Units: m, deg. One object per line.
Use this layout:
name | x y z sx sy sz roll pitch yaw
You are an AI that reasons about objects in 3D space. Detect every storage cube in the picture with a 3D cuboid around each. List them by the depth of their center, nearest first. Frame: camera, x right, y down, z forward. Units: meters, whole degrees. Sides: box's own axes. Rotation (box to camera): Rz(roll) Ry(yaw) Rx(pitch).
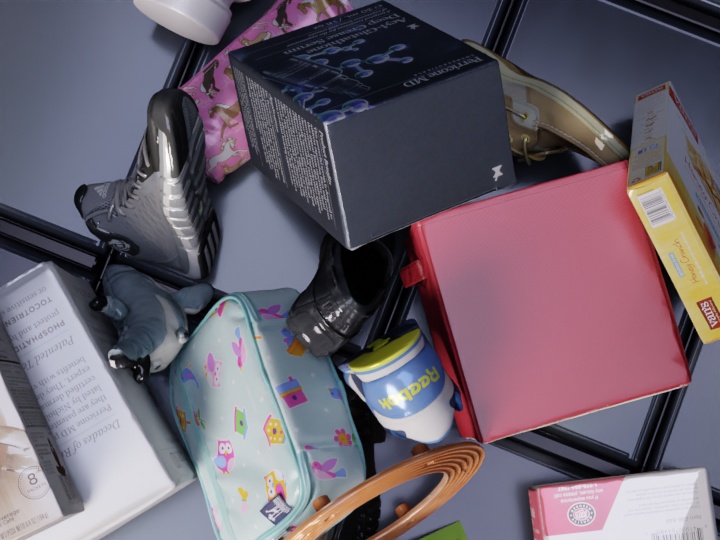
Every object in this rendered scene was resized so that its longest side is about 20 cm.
storage cube | 0.144 0.031 1.198 0.199 0.171 0.181 -16 85 -3

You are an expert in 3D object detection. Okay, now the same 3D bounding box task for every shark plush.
shark plush | -0.189 0.051 1.189 0.083 0.200 0.091 40 112 -10

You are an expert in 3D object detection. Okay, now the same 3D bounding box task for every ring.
ring | 0.006 0.183 1.121 0.200 0.201 0.019 -32 68 -4

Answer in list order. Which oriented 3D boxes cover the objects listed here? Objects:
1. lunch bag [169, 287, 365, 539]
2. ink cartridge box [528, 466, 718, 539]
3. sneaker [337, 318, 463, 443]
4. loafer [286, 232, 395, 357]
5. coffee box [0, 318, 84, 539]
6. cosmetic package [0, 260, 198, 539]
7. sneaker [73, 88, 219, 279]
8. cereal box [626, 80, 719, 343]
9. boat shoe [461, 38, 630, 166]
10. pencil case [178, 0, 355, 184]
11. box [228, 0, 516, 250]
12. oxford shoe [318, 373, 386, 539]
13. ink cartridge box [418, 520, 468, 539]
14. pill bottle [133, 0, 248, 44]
lunch bag | -0.081 0.129 1.183 0.077 0.160 0.201 -1 60 -38
ink cartridge box | 0.223 0.270 1.215 0.144 0.085 0.202 -6 82 -1
sneaker | 0.032 0.088 1.123 0.074 0.200 0.083 -35 91 2
loafer | 0.000 0.000 1.194 0.070 0.201 0.068 -37 102 28
coffee box | -0.295 0.108 1.065 0.114 0.080 0.201 -26 84 -1
cosmetic package | -0.255 0.126 1.187 0.166 0.167 0.201 -30 85 -3
sneaker | -0.185 -0.069 1.207 0.115 0.201 0.075 8 49 9
cereal box | 0.261 -0.052 1.179 0.039 0.200 0.144 -23 110 23
boat shoe | 0.141 -0.125 1.237 0.200 0.074 0.067 37 93 42
pencil case | -0.083 -0.166 1.265 0.200 0.087 0.083 -41 54 -5
box | 0.005 -0.121 1.162 0.148 0.200 0.108 -22 121 -18
oxford shoe | -0.030 0.185 1.240 0.084 0.073 0.202 6 91 30
ink cartridge box | 0.043 0.296 1.176 0.199 0.076 0.149 -20 82 -29
pill bottle | -0.117 -0.301 1.263 0.111 0.112 0.201 25 83 2
